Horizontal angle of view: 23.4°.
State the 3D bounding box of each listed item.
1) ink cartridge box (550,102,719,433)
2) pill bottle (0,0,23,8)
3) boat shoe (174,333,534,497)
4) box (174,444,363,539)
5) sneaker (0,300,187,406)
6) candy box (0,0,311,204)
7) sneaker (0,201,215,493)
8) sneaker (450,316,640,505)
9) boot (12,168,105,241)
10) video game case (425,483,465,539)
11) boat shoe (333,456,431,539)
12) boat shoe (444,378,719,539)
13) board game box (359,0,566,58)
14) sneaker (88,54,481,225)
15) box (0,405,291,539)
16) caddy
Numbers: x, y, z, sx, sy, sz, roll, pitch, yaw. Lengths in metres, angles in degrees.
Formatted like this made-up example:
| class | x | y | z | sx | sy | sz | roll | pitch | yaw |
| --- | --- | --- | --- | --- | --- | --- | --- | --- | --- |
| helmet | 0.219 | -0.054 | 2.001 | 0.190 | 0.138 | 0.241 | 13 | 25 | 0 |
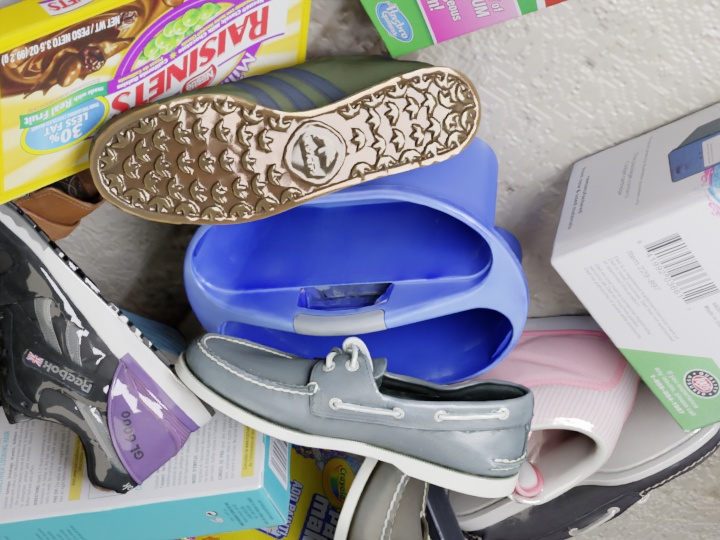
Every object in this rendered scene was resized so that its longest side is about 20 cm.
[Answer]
| class | x | y | z | sx | sy | sz | roll | pitch | yaw |
| --- | --- | --- | --- | --- | --- | --- | --- | --- | --- |
| ink cartridge box | 0.224 | -0.016 | 0.907 | 0.199 | 0.088 | 0.145 | -22 | 121 | 34 |
| pill bottle | -0.229 | -0.129 | 0.929 | 0.199 | 0.120 | 0.120 | 6 | 132 | 12 |
| boat shoe | 0.000 | 0.063 | 0.949 | 0.199 | 0.073 | 0.062 | 19 | 110 | -4 |
| box | -0.126 | 0.190 | 1.178 | 0.192 | 0.122 | 0.200 | 24 | 133 | -6 |
| sneaker | -0.199 | 0.052 | 1.094 | 0.199 | 0.090 | 0.079 | 13 | 117 | -9 |
| candy box | -0.108 | -0.109 | 0.873 | 0.026 | 0.199 | 0.103 | 44 | 144 | 29 |
| sneaker | -0.178 | 0.037 | 0.959 | 0.200 | 0.088 | 0.076 | 46 | 173 | 0 |
| sneaker | 0.066 | 0.085 | 1.036 | 0.199 | 0.105 | 0.076 | -6 | 130 | 24 |
| boot | -0.260 | -0.065 | 1.019 | 0.155 | 0.077 | 0.200 | -25 | 124 | 38 |
| video game case | 0.026 | 0.211 | 1.142 | 0.019 | 0.143 | 0.201 | -3 | 137 | -22 |
| boat shoe | 0.016 | 0.183 | 1.052 | 0.060 | 0.072 | 0.203 | 25 | 117 | 23 |
| boat shoe | 0.143 | 0.124 | 1.066 | 0.199 | 0.074 | 0.060 | -29 | 128 | 28 |
| board game box | 0.070 | -0.199 | 0.825 | 0.199 | 0.040 | 0.153 | -15 | 124 | 29 |
| sneaker | -0.043 | -0.070 | 0.904 | 0.199 | 0.090 | 0.067 | -11 | 104 | -10 |
| box | -0.142 | 0.116 | 1.019 | 0.199 | 0.083 | 0.049 | -9 | 143 | 14 |
| caddy | 0.000 | 0.000 | 0.978 | 0.199 | 0.105 | 0.142 | -4 | 128 | 21 |
